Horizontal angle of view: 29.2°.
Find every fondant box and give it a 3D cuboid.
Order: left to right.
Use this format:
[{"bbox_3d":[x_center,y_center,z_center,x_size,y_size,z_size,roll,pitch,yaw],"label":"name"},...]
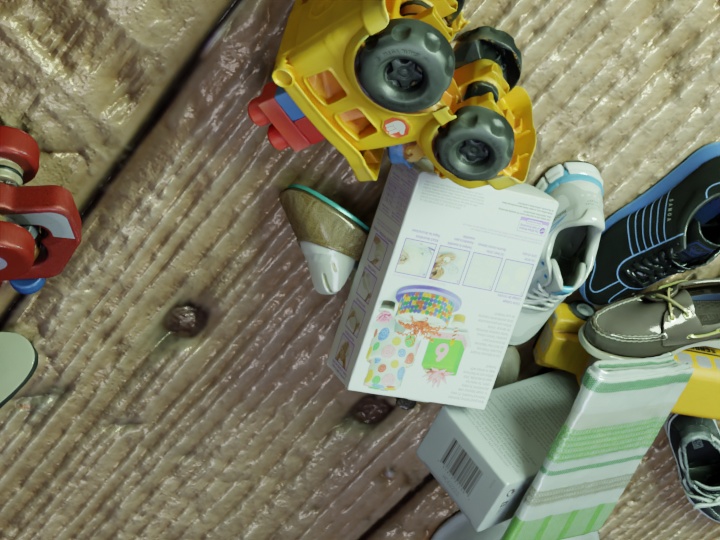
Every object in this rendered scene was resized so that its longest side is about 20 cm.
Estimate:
[{"bbox_3d":[0.070,0.012,1.195,0.143,0.058,0.201,11,105,-28],"label":"fondant box"}]

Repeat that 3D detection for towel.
[{"bbox_3d":[0.208,0.163,1.243,0.149,0.031,0.201,1,123,-44],"label":"towel"}]

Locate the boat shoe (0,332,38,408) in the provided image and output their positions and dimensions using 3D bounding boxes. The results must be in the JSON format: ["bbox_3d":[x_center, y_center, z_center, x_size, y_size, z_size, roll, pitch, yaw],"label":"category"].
[{"bbox_3d":[-0.383,0.122,1.296,0.201,0.074,0.063,-34,162,8],"label":"boat shoe"}]

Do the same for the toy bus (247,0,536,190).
[{"bbox_3d":[0.017,-0.136,1.081,0.191,0.136,0.200,-25,125,29],"label":"toy bus"}]

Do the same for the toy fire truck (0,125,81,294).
[{"bbox_3d":[-0.332,-0.029,1.157,0.198,0.113,0.168,-4,154,-3],"label":"toy fire truck"}]

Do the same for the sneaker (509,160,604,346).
[{"bbox_3d":[0.165,0.003,1.240,0.074,0.087,0.201,7,130,-14],"label":"sneaker"}]

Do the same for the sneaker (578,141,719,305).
[{"bbox_3d":[0.272,-0.026,1.232,0.070,0.078,0.200,27,122,-27],"label":"sneaker"}]

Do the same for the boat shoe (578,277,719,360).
[{"bbox_3d":[0.297,0.041,1.281,0.199,0.072,0.060,-5,139,-19],"label":"boat shoe"}]

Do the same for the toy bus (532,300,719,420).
[{"bbox_3d":[0.270,0.088,1.327,0.199,0.079,0.065,10,128,-15],"label":"toy bus"}]

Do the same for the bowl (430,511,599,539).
[{"bbox_3d":[0.175,0.345,1.524,0.200,0.091,0.202,-3,129,-4],"label":"bowl"}]

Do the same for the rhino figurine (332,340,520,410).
[{"bbox_3d":[0.063,0.086,1.310,0.199,0.060,0.088,15,122,-22],"label":"rhino figurine"}]

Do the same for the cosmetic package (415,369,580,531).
[{"bbox_3d":[0.162,0.163,1.306,0.199,0.102,0.071,-11,140,-40],"label":"cosmetic package"}]

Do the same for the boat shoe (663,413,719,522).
[{"bbox_3d":[0.373,0.217,1.452,0.073,0.068,0.200,-18,130,9],"label":"boat shoe"}]

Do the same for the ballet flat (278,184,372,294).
[{"bbox_3d":[0.000,0.000,1.221,0.200,0.073,0.068,32,164,-33],"label":"ballet flat"}]
